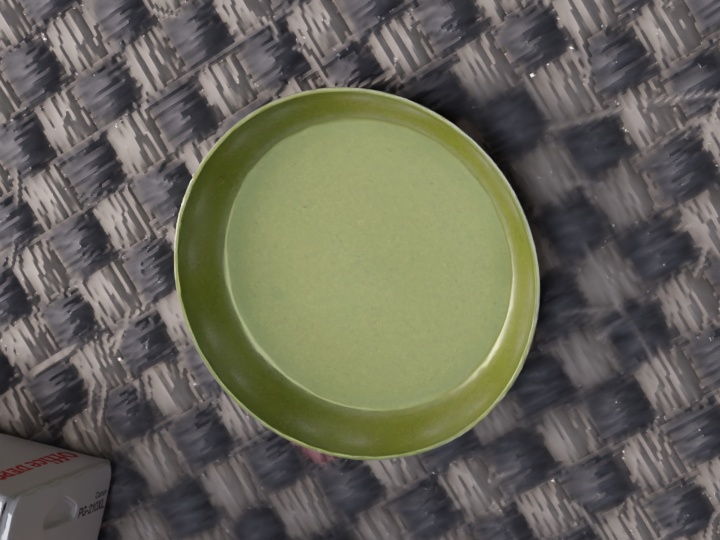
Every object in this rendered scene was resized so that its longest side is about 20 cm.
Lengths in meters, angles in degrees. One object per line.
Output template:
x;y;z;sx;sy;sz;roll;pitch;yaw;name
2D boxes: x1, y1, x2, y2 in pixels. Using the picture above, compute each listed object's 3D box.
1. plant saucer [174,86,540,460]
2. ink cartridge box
0.000;0.000;1.236;0.200;0.031;0.201;5;106;16;plant saucer
-0.257;0.129;1.289;0.200;0.145;0.085;12;97;15;ink cartridge box
